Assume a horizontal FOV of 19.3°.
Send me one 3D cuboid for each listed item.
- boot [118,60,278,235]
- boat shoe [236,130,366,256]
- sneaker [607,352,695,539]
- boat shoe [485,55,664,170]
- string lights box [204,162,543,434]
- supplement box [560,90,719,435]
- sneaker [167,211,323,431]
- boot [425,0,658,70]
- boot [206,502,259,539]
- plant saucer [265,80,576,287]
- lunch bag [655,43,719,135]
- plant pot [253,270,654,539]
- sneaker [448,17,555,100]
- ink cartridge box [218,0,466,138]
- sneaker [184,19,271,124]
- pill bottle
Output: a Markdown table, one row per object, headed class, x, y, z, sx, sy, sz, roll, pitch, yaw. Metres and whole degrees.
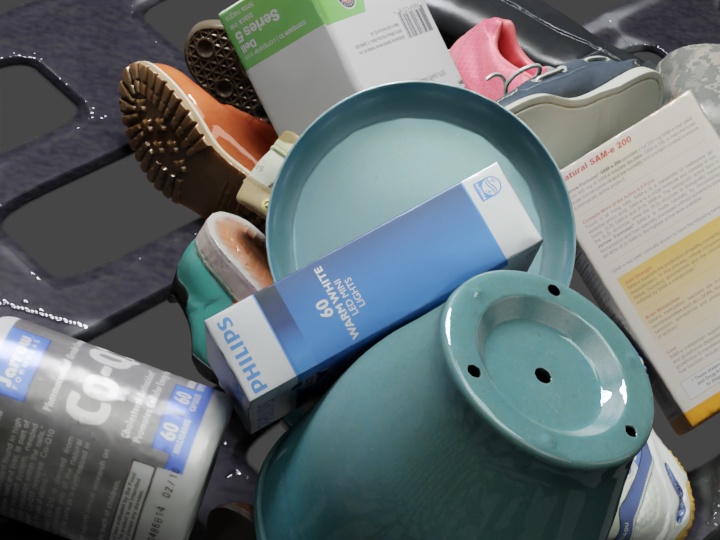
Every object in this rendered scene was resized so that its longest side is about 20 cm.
| class | x | y | z | sx | sy | sz | roll | pitch | yaw |
| --- | --- | --- | --- | --- | --- | --- | --- | --- | --- |
| boot | -0.087 | -0.083 | 1.531 | 0.200 | 0.075 | 0.107 | 46 | 43 | 15 |
| boat shoe | 0.000 | 0.000 | 1.396 | 0.066 | 0.074 | 0.200 | -43 | 85 | -2 |
| sneaker | 0.149 | 0.098 | 1.405 | 0.088 | 0.075 | 0.201 | 13 | 37 | -37 |
| boat shoe | 0.135 | -0.113 | 1.527 | 0.199 | 0.075 | 0.062 | -27 | 39 | -34 |
| string lights box | 0.006 | 0.019 | 1.272 | 0.199 | 0.103 | 0.059 | -28 | 79 | -10 |
| supplement box | 0.224 | -0.004 | 1.472 | 0.125 | 0.074 | 0.201 | -30 | 82 | -4 |
| sneaker | -0.059 | 0.059 | 1.384 | 0.071 | 0.080 | 0.201 | 2 | 45 | -46 |
| boot | 0.126 | -0.170 | 1.703 | 0.199 | 0.066 | 0.165 | 34 | 35 | 11 |
| boot | 0.021 | 0.151 | 1.321 | 0.186 | 0.064 | 0.200 | 38 | 46 | 0 |
| plant saucer | 0.038 | -0.020 | 1.350 | 0.198 | 0.027 | 0.202 | 1 | 78 | -5 |
| lunch bag | 0.284 | -0.079 | 1.613 | 0.167 | 0.140 | 0.201 | 24 | 41 | 4 |
| plant pot | 0.065 | 0.109 | 1.208 | 0.198 | 0.188 | 0.201 | 18 | 44 | -18 |
| sneaker | 0.123 | -0.109 | 1.599 | 0.073 | 0.087 | 0.201 | 4 | 47 | -52 |
| ink cartridge box | 0.007 | -0.120 | 1.501 | 0.145 | 0.084 | 0.201 | -28 | 92 | -58 |
| sneaker | -0.039 | -0.142 | 1.625 | 0.198 | 0.071 | 0.076 | 23 | 24 | -4 |
| pill bottle | -0.185 | 0.095 | 1.263 | 0.198 | 0.114 | 0.114 | 20 | 41 | -1 |
